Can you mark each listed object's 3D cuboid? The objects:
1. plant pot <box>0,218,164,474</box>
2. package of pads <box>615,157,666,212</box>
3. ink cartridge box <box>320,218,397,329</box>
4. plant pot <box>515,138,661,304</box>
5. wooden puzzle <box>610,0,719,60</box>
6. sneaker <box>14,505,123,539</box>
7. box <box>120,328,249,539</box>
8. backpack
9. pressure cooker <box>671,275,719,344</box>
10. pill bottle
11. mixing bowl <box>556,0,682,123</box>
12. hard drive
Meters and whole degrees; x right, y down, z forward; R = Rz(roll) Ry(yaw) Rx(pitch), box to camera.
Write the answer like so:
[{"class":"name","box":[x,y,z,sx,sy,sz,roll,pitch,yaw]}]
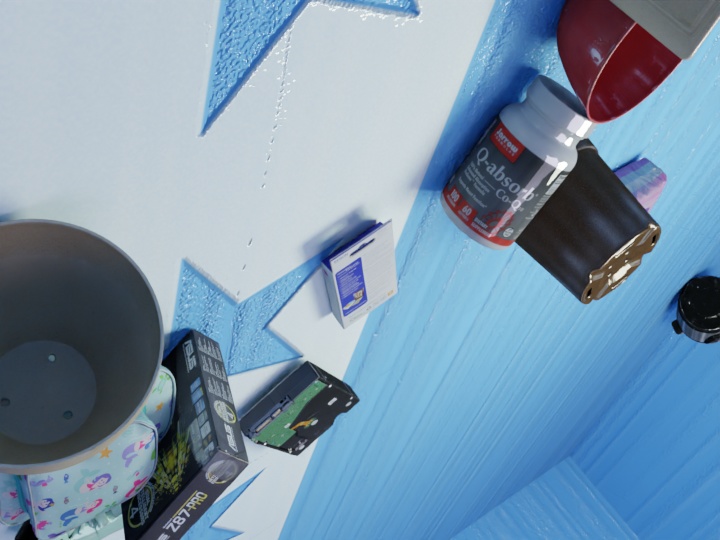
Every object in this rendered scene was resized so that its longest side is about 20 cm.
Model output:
[{"class":"plant pot","box":[-0.265,0.079,0.743,0.198,0.202,0.135,-27,164,-26]},{"class":"package of pads","box":[0.452,-0.097,1.603,0.119,0.076,0.201,-24,151,-26]},{"class":"ink cartridge box","box":[0.000,0.000,1.164,0.094,0.037,0.201,-34,157,-13]},{"class":"plant pot","box":[0.306,-0.073,1.286,0.199,0.199,0.201,-32,155,-17]},{"class":"wooden puzzle","box":[0.308,-0.338,0.869,0.037,0.185,0.201,-20,149,-42]},{"class":"sneaker","box":[-0.337,0.298,1.117,0.200,0.074,0.118,-41,162,7]},{"class":"box","box":[-0.203,0.187,0.989,0.161,0.201,0.049,-45,126,15]},{"class":"backpack","box":[-0.276,0.149,0.889,0.199,0.150,0.179,-28,146,-37]},{"class":"pressure cooker","box":[1.023,0.120,2.659,0.181,0.173,0.200,-68,159,-11]},{"class":"pill bottle","box":[0.198,-0.135,1.129,0.115,0.116,0.201,-4,136,-52]},{"class":"mixing bowl","box":[0.298,-0.282,1.036,0.199,0.109,0.201,-34,156,-18]},{"class":"hard drive","box":[-0.089,0.212,1.363,0.139,0.038,0.200,-42,156,2]}]
